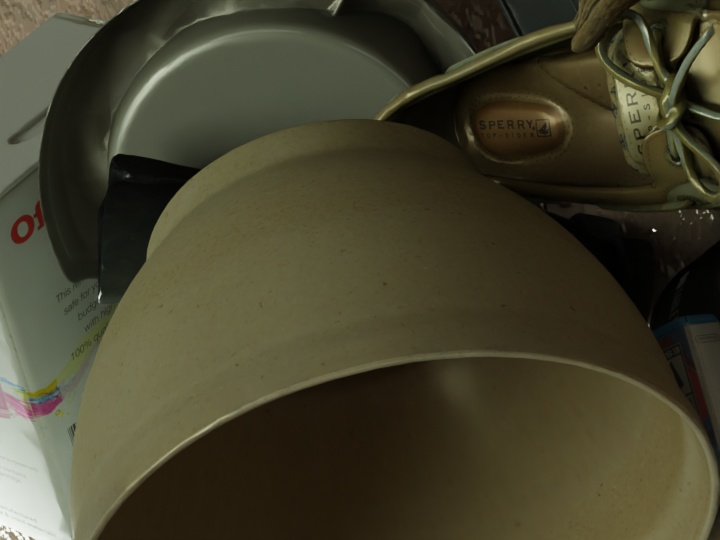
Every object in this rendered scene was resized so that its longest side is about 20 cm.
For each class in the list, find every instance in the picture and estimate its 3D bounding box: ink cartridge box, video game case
[{"bbox_3d":[-0.132,0.004,1.143,0.085,0.145,0.200,18,136,33],"label":"ink cartridge box"},{"bbox_3d":[0.095,0.131,0.837,0.143,0.018,0.200,-32,68,50],"label":"video game case"}]

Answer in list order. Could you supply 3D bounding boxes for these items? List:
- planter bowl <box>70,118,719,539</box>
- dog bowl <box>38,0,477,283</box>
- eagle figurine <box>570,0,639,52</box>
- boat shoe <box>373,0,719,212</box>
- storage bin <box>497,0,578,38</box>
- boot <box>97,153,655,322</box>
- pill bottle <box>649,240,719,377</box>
[{"bbox_3d":[0.000,0.039,0.797,0.200,0.200,0.135,119,148,-41],"label":"planter bowl"},{"bbox_3d":[-0.030,-0.043,1.035,0.059,0.200,0.200,-80,4,-61],"label":"dog bowl"},{"bbox_3d":[0.059,-0.174,0.760,0.151,0.152,0.200,124,126,-67],"label":"eagle figurine"},{"bbox_3d":[0.084,-0.049,0.809,0.200,0.063,0.073,-11,88,54],"label":"boat shoe"},{"bbox_3d":[0.139,-0.132,0.847,0.200,0.094,0.135,-51,57,48],"label":"storage bin"},{"bbox_3d":[0.000,0.000,0.932,0.165,0.200,0.066,-114,34,-82],"label":"boot"},{"bbox_3d":[0.187,-0.001,0.799,0.200,0.106,0.106,-44,63,49],"label":"pill bottle"}]
